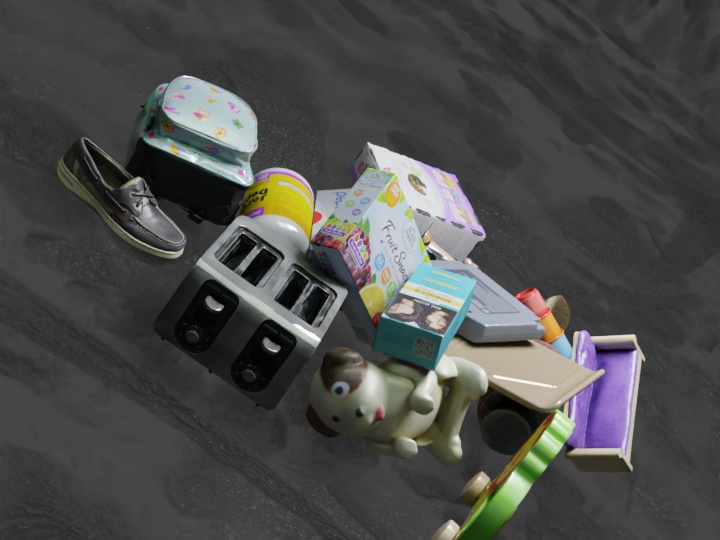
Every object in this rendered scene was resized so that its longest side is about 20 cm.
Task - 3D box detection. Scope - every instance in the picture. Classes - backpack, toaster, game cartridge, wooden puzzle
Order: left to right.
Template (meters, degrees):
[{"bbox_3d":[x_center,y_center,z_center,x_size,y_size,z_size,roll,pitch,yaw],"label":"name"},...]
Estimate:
[{"bbox_3d":[-0.233,-0.181,1.565,0.175,0.154,0.200,19,26,-19],"label":"backpack"},{"bbox_3d":[-0.127,0.047,1.376,0.181,0.119,0.200,36,29,-3],"label":"toaster"},{"bbox_3d":[0.153,0.043,1.587,0.133,0.042,0.200,-4,29,-31],"label":"game cartridge"},{"bbox_3d":[0.206,0.130,1.500,0.200,0.037,0.185,23,21,27],"label":"wooden puzzle"}]

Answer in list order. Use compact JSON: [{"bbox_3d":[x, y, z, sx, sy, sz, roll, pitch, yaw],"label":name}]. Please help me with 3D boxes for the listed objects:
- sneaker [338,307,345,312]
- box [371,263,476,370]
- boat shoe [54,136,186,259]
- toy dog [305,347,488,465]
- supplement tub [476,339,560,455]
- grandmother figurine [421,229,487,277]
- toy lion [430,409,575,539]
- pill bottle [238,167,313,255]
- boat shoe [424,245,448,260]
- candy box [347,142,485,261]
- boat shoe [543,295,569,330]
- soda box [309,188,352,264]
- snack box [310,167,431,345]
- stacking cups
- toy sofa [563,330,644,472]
[{"bbox_3d":[0.000,0.000,1.635,0.087,0.074,0.200,22,35,33],"label":"sneaker"},{"bbox_3d":[0.084,0.054,1.414,0.082,0.049,0.200,18,23,11],"label":"box"},{"bbox_3d":[-0.303,-0.094,1.443,0.200,0.065,0.072,40,27,3],"label":"boat shoe"},{"bbox_3d":[0.029,0.149,1.382,0.200,0.140,0.194,5,30,-44],"label":"toy dog"},{"bbox_3d":[0.226,0.181,1.578,0.107,0.107,0.200,38,30,2],"label":"supplement tub"},{"bbox_3d":[0.171,0.021,1.801,0.200,0.061,0.121,34,51,-2],"label":"grandmother figurine"},{"bbox_3d":[0.180,0.254,1.331,0.069,0.192,0.200,40,29,7],"label":"toy lion"},{"bbox_3d":[-0.120,-0.052,1.542,0.104,0.104,0.200,27,30,-17],"label":"pill bottle"},{"bbox_3d":[0.104,0.004,1.728,0.200,0.076,0.060,28,4,6],"label":"boat shoe"},{"bbox_3d":[0.094,-0.115,1.901,0.200,0.072,0.168,17,34,-32],"label":"candy box"},{"bbox_3d":[0.267,0.110,1.771,0.200,0.065,0.073,-39,109,-44],"label":"boat shoe"},{"bbox_3d":[-0.032,-0.048,1.584,0.068,0.064,0.200,-3,28,3],"label":"soda box"},{"bbox_3d":[0.022,-0.014,1.477,0.053,0.200,0.142,14,55,34],"label":"snack box"},{"bbox_3d":[0.295,0.123,1.715,0.200,0.060,0.061,58,29,-6],"label":"stacking cups"},{"bbox_3d":[0.352,0.186,1.621,0.098,0.083,0.200,51,44,-44],"label":"toy sofa"}]
